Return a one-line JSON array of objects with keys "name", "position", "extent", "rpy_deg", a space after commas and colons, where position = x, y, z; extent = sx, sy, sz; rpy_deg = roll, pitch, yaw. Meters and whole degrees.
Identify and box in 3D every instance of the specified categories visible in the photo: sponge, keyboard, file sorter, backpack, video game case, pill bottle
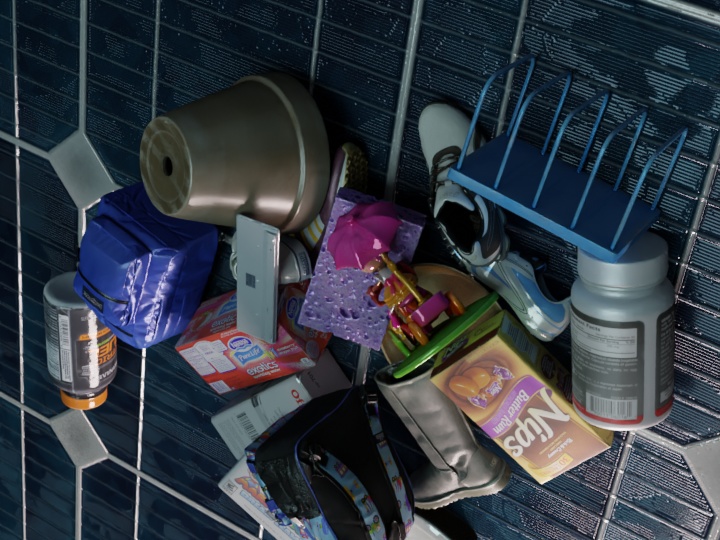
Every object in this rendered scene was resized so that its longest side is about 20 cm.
[{"name": "sponge", "position": [0.000, 0.000, 1.574], "extent": [0.111, 0.030, 0.201], "rpy_deg": [20, 126, 1]}, {"name": "keyboard", "position": [-0.126, 0.014, 1.576], "extent": [0.056, 0.011, 0.201], "rpy_deg": [25, 138, 18]}, {"name": "file sorter", "position": [0.220, -0.125, 1.354], "extent": [0.199, 0.139, 0.123], "rpy_deg": [29, 123, 20]}, {"name": "backpack", "position": [-0.028, 0.268, 1.609], "extent": [0.134, 0.182, 0.201], "rpy_deg": [-18, 104, 38]}, {"name": "backpack", "position": [-0.308, 0.003, 1.774], "extent": [0.162, 0.167, 0.201], "rpy_deg": [40, 133, 26]}, {"name": "video game case", "position": [-0.081, 0.314, 1.766], "extent": [0.200, 0.024, 0.182], "rpy_deg": [42, 132, 0]}, {"name": "pill bottle", "position": [0.287, 0.063, 1.419], "extent": [0.113, 0.114, 0.201], "rpy_deg": [11, 119, 30]}, {"name": "pill bottle", "position": [-0.420, 0.110, 1.948], "extent": [0.106, 0.106, 0.201], "rpy_deg": [21, 125, 25]}]

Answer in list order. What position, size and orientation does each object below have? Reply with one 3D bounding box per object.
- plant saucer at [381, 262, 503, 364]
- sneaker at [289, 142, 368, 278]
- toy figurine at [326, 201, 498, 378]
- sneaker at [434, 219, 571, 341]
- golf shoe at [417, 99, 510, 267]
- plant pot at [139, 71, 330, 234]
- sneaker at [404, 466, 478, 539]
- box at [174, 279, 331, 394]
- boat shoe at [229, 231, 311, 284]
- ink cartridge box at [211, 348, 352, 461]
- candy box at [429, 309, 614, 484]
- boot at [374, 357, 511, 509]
[{"name": "plant saucer", "position": [0.111, 0.077, 1.602], "extent": [0.199, 0.035, 0.201], "rpy_deg": [17, 122, 28]}, {"name": "sneaker", "position": [-0.050, -0.074, 1.610], "extent": [0.090, 0.075, 0.201], "rpy_deg": [22, 123, 20]}, {"name": "toy figurine", "position": [0.040, 0.006, 1.483], "extent": [0.184, 0.150, 0.200], "rpy_deg": [52, 173, 1]}, {"name": "sneaker", "position": [0.169, -0.005, 1.507], "extent": [0.200, 0.072, 0.073], "rpy_deg": [43, 99, 16]}, {"name": "golf shoe", "position": [0.110, -0.102, 1.446], "extent": [0.077, 0.094, 0.201], "rpy_deg": [-25, 80, 21]}, {"name": "plant pot", "position": [-0.162, -0.132, 1.555], "extent": [0.199, 0.173, 0.202], "rpy_deg": [17, 112, 48]}, {"name": "sneaker", "position": [0.059, 0.333, 1.749], "extent": [0.200, 0.073, 0.085], "rpy_deg": [42, 128, 8]}, {"name": "box", "position": [-0.138, 0.082, 1.726], "extent": [0.199, 0.096, 0.100], "rpy_deg": [-20, 121, 40]}, {"name": "boat shoe", "position": [-0.134, -0.014, 1.657], "extent": [0.200, 0.069, 0.071], "rpy_deg": [23, 129, 59]}, {"name": "ink cartridge box", "position": [-0.089, 0.216, 1.783], "extent": [0.200, 0.086, 0.147], "rpy_deg": [-30, 96, 40]}, {"name": "candy box", "position": [0.194, 0.152, 1.533], "extent": [0.200, 0.057, 0.117], "rpy_deg": [42, 127, -14]}, {"name": "boot", "position": [0.078, 0.206, 1.635], "extent": [0.181, 0.073, 0.200], "rpy_deg": [-24, 120, 37]}]
